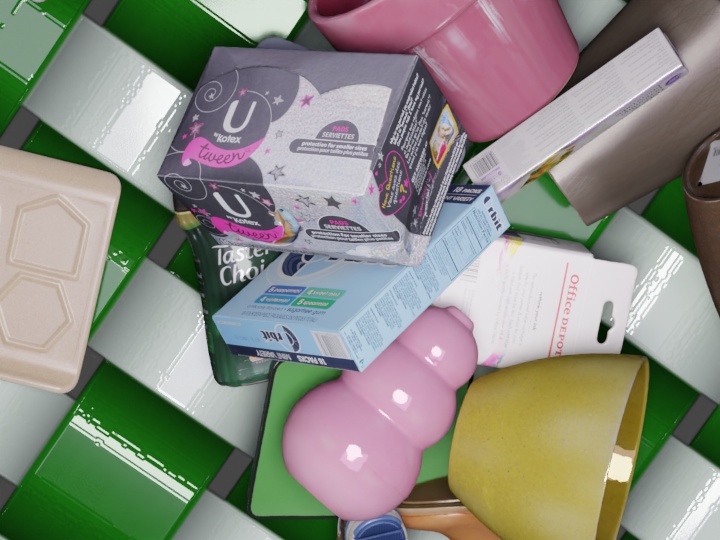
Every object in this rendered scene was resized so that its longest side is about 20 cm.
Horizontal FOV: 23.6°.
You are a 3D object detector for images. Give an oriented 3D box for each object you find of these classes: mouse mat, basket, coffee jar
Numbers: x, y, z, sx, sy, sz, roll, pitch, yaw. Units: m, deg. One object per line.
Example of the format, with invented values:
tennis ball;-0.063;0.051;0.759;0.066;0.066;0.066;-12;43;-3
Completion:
mouse mat;0.000;0.152;1.546;0.198;0.008;0.163;2;112;-24
basket;0.243;-0.144;1.495;0.199;0.136;0.181;-36;111;7
coffee jar;-0.101;-0.006;1.517;0.103;0.085;0.202;-14;100;-4

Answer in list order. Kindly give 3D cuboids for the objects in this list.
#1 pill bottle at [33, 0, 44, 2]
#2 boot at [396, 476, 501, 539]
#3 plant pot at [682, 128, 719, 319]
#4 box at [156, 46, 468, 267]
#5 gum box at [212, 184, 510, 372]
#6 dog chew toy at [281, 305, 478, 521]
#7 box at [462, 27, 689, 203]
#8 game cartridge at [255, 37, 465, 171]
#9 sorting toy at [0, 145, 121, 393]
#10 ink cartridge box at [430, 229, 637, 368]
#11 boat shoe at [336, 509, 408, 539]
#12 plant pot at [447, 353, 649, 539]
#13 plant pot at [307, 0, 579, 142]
pill bottle;-0.204;-0.312;1.446;0.198;0.114;0.115;-21;100;0
boot;0.118;0.272;1.585;0.198;0.077;0.157;0;105;-18
plant pot;0.359;-0.028;1.461;0.187;0.187;0.200;-40;120;3
box;-0.039;-0.092;1.366;0.198;0.115;0.133;7;63;33
gum box;0.000;0.000;1.426;0.200;0.169;0.045;-42;118;-31
dog chew toy;0.024;0.114;1.471;0.124;0.125;0.200;40;86;-9
box;0.177;-0.125;1.426;0.199;0.039;0.042;-36;75;14
game cartridge;-0.012;-0.127;1.481;0.199;0.133;0.041;27;71;-8
sorting toy;-0.321;-0.008;1.533;0.183;0.036;0.202;13;94;-6
ink cartridge box;0.138;0.026;1.546;0.198;0.067;0.118;10;100;-4
boat shoe;0.013;0.276;1.573;0.071;0.073;0.202;-6;126;-13
plant pot;0.156;0.156;1.475;0.141;0.200;0.202;13;99;16
plant pot;0.084;-0.215;1.452;0.200;0.200;0.179;-41;115;4
